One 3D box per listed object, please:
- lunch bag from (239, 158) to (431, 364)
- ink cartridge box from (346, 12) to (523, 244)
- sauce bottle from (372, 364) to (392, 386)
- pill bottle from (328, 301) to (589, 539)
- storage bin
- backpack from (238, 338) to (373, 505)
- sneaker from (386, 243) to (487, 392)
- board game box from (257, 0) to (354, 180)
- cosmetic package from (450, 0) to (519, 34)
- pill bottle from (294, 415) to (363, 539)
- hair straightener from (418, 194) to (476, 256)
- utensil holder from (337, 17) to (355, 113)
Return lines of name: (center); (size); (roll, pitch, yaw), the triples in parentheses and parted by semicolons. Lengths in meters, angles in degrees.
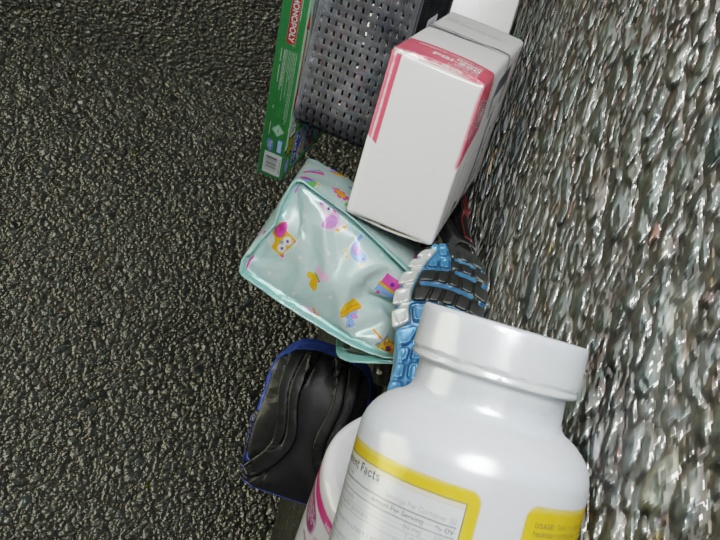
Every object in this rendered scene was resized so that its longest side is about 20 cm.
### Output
lunch bag: (0.000, 0.000, 0.851); (0.123, 0.198, 0.171); (-54, 8, 12)
ink cartridge box: (0.070, -0.132, 0.806); (0.200, 0.083, 0.148); (-55, -16, -61)
sauce bottle: (0.031, 0.022, 0.975); (0.065, 0.063, 0.205); (-97, 7, -79)
pill bottle: (0.042, 0.124, 0.423); (0.112, 0.110, 0.205); (-169, 94, -85)
storage bin: (0.022, -0.227, 0.844); (0.135, 0.092, 0.203); (-50, -19, -59)
backpack: (-0.069, 0.196, 1.260); (0.168, 0.159, 0.204); (-85, 10, -83)
sneaker: (0.052, 0.077, 0.736); (0.087, 0.073, 0.204); (93, -169, -67)
board game box: (-0.046, -0.205, 0.875); (0.135, 0.029, 0.203); (-55, -17, -50)
cosmetic package: (0.089, -0.213, 0.973); (0.085, 0.105, 0.204); (-88, 12, -75)
pill bottle: (0.007, 0.200, 0.603); (0.114, 0.111, 0.203); (-80, 6, -52)
hair straightener: (0.067, -0.043, 0.868); (0.201, 0.075, 0.042); (-84, 13, -63)
utensil holder: (0.053, -0.344, 1.473); (0.171, 0.166, 0.203); (-82, 10, -59)
